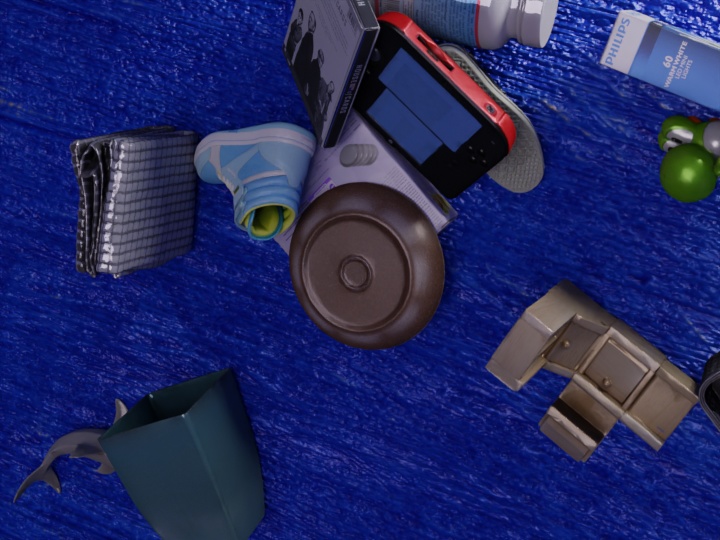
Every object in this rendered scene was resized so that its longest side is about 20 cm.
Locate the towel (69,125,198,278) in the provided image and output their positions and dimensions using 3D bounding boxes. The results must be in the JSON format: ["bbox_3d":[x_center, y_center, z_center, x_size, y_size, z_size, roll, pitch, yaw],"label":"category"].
[{"bbox_3d":[-0.275,-0.087,1.401,0.084,0.200,0.169,12,105,18],"label":"towel"}]

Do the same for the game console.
[{"bbox_3d":[0.065,-0.176,1.263,0.200,0.031,0.177,44,150,-4],"label":"game console"}]

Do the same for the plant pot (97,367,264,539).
[{"bbox_3d":[-0.211,0.259,1.490,0.140,0.141,0.203,-18,102,23],"label":"plant pot"}]

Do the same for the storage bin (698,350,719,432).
[{"bbox_3d":[0.472,0.116,1.217,0.199,0.094,0.136,-38,87,23],"label":"storage bin"}]

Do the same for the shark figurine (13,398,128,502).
[{"bbox_3d":[-0.386,0.254,1.581,0.211,0.089,0.130,-8,97,20],"label":"shark figurine"}]

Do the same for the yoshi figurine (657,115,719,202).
[{"bbox_3d":[0.394,-0.090,1.197,0.198,0.112,0.114,25,116,17],"label":"yoshi figurine"}]

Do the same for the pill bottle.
[{"bbox_3d":[0.112,-0.303,1.255,0.197,0.109,0.111,16,107,17],"label":"pill bottle"}]

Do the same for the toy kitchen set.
[{"bbox_3d":[0.237,0.148,1.265,0.199,0.180,0.164,39,113,13],"label":"toy kitchen set"}]

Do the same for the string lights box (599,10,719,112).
[{"bbox_3d":[0.354,-0.204,1.187,0.198,0.103,0.060,26,110,14],"label":"string lights box"}]

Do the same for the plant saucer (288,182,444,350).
[{"bbox_3d":[0.000,0.000,1.351,0.197,0.037,0.204,5,105,20],"label":"plant saucer"}]

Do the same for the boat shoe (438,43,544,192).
[{"bbox_3d":[0.140,-0.174,1.291,0.074,0.062,0.200,-35,109,17],"label":"boat shoe"}]

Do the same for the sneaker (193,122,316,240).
[{"bbox_3d":[-0.140,-0.096,1.367,0.198,0.079,0.133,-8,67,47],"label":"sneaker"}]

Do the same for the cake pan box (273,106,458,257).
[{"bbox_3d":[-0.011,-0.066,1.386,0.185,0.052,0.200,48,113,7],"label":"cake pan box"}]

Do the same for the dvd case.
[{"bbox_3d":[-0.037,-0.256,1.278,0.201,0.024,0.152,117,138,-55],"label":"dvd case"}]
